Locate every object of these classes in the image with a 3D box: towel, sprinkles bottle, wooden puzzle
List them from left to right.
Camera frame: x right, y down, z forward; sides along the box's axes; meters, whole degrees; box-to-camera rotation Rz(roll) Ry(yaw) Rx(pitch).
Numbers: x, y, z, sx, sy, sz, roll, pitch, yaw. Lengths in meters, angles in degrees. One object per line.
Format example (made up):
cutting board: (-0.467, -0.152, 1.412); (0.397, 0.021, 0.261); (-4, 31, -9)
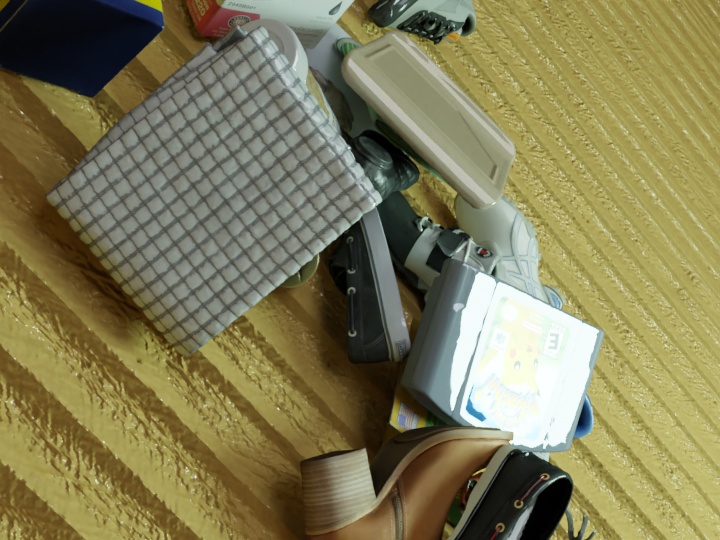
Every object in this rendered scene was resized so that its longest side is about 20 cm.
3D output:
towel: (-0.106, -0.061, 0.840); (0.166, 0.199, 0.086); (51, 3, -8)
sprinkles bottle: (-0.058, -0.134, 0.965); (0.200, 0.067, 0.069); (58, 17, -67)
towel: (0.046, -0.153, 1.126); (0.152, 0.023, 0.201); (34, 22, -31)
wooden puzzle: (0.067, -0.144, 1.069); (0.185, 0.037, 0.200); (44, 23, -3)

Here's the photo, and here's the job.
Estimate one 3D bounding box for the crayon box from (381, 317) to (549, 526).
crayon box: (0.088, 0.155, 1.027); (0.200, 0.051, 0.127); (42, 40, -23)

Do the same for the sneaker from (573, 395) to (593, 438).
sneaker: (0.170, 0.103, 1.085); (0.082, 0.074, 0.200); (47, 6, 40)

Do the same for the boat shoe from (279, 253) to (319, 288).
boat shoe: (-0.104, -0.074, 0.960); (0.202, 0.073, 0.063); (54, -6, -1)

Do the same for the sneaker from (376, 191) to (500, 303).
sneaker: (0.090, -0.013, 1.110); (0.201, 0.088, 0.074); (54, 30, -7)

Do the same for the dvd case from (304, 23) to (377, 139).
dvd case: (-0.018, -0.189, 1.167); (0.199, 0.017, 0.144); (40, 40, -24)

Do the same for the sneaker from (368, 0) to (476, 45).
sneaker: (0.082, -0.302, 1.318); (0.199, 0.073, 0.080); (-26, 90, -53)

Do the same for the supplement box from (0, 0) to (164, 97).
supplement box: (-0.237, -0.259, 0.887); (0.108, 0.109, 0.203); (13, 57, -44)

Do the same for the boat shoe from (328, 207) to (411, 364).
boat shoe: (0.000, 0.000, 1.020); (0.069, 0.056, 0.202); (79, -2, -46)

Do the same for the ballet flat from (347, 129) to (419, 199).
ballet flat: (0.011, -0.091, 1.034); (0.066, 0.057, 0.200); (39, 13, 7)

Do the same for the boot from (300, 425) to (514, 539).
boot: (0.046, 0.208, 0.892); (0.197, 0.073, 0.158); (-10, 87, -25)

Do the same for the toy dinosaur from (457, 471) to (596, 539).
toy dinosaur: (0.129, 0.270, 0.960); (0.103, 0.201, 0.184); (-9, 59, -13)

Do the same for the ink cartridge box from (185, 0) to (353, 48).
ink cartridge box: (-0.057, -0.300, 1.030); (0.144, 0.200, 0.086); (-3, 61, -41)

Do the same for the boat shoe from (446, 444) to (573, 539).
boat shoe: (0.096, 0.231, 0.862); (0.203, 0.062, 0.074); (-57, 140, -20)

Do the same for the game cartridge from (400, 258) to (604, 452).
game cartridge: (0.129, 0.086, 0.998); (0.198, 0.040, 0.135); (23, 85, -34)

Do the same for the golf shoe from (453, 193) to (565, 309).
golf shoe: (0.146, 0.004, 1.182); (0.097, 0.078, 0.202); (-25, 84, -47)
